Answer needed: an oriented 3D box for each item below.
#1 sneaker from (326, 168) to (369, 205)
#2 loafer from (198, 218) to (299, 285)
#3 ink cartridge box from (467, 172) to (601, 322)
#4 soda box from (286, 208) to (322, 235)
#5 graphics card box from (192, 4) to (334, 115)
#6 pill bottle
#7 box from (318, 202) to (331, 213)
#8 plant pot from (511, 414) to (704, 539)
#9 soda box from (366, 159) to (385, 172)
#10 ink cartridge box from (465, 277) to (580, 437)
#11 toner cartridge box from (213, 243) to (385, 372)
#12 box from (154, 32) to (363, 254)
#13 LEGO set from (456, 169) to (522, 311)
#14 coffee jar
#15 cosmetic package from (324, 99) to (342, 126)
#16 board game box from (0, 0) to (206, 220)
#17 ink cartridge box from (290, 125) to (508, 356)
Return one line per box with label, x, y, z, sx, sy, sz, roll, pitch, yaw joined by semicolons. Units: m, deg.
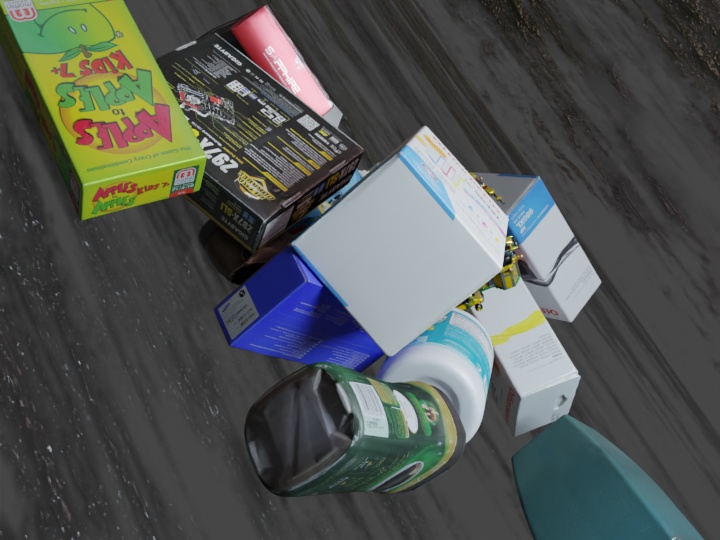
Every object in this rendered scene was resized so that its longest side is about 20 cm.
sneaker;-0.014;-0.084;1.132;0.090;0.078;0.200;62;22;15
loafer;-0.067;0.008;0.870;0.200;0.073;0.071;18;40;-41
ink cartridge box;0.216;-0.032;1.243;0.145;0.084;0.200;12;-35;55
soda box;-0.129;-0.116;0.946;0.200;0.064;0.068;54;19;8
graphics card box;-0.117;-0.211;0.991;0.126;0.051;0.200;54;-15;-21
pill bottle;0.082;0.105;0.960;0.111;0.111;0.200;50;19;-4
box;0.000;0.000;1.058;0.200;0.048;0.117;36;24;-42
plant pot;0.275;0.277;1.056;0.141;0.141;0.200;31;23;-46
soda box;0.065;-0.055;1.266;0.200;0.068;0.063;52;17;-2
ink cartridge box;0.192;0.095;1.184;0.145;0.083;0.200;80;-15;-59
toner cartridge box;-0.032;0.043;0.838;0.200;0.095;0.043;23;34;-55
box;-0.119;-0.125;0.841;0.200;0.049;0.160;39;46;9
LEGO set;0.100;-0.056;1.081;0.116;0.154;0.200;66;12;-48
coffee jar;0.004;0.134;0.744;0.200;0.104;0.085;22;38;-56
cosmetic package;-0.075;-0.157;1.115;0.051;0.083;0.200;49;20;-16
board game box;-0.215;-0.144;0.748;0.102;0.048;0.200;-18;65;-28
ink cartridge box;0.045;-0.038;0.822;0.129;0.125;0.200;48;19;-6
